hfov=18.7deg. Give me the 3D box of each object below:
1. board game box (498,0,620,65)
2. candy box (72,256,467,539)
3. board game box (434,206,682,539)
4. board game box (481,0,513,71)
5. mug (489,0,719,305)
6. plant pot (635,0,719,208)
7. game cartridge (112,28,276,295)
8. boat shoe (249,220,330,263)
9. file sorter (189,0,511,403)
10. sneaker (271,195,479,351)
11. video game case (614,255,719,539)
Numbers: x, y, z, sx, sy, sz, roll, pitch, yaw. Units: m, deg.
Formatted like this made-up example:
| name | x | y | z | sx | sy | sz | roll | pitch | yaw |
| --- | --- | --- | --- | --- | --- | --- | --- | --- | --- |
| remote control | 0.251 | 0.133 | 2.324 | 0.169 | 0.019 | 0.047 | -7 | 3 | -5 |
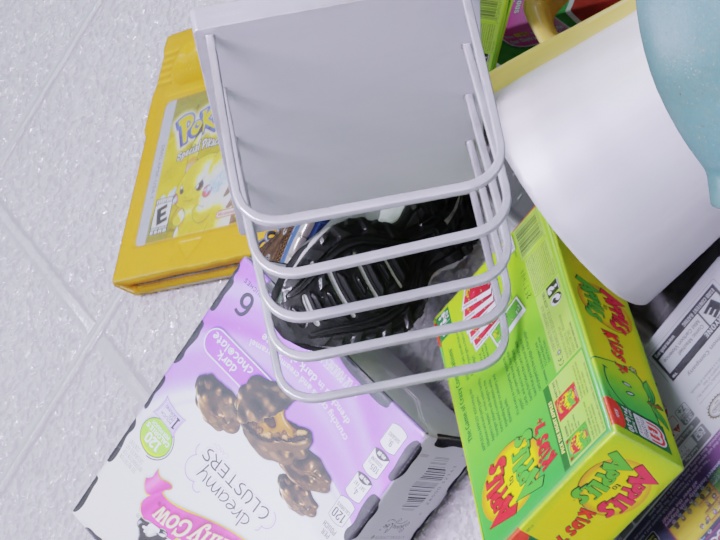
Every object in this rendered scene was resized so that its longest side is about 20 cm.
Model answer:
| name | x | y | z | sx | sy | sz | roll | pitch | yaw |
| --- | --- | --- | --- | --- | --- | --- | --- | --- | --- |
| board game box | 0.156 | -0.217 | 1.311 | 0.199 | 0.040 | 0.154 | -11 | 62 | 45 |
| candy box | -0.053 | 0.123 | 1.295 | 0.168 | 0.071 | 0.200 | 43 | 106 | 29 |
| board game box | 0.101 | 0.063 | 1.166 | 0.102 | 0.047 | 0.200 | -50 | 28 | 25 |
| board game box | 0.031 | -0.138 | 1.276 | 0.200 | 0.101 | 0.048 | 97 | -179 | -68 |
| mug | 0.157 | -0.101 | 1.158 | 0.153 | 0.149 | 0.187 | -36 | 81 | 20 |
| plant pot | 0.220 | -0.092 | 0.996 | 0.200 | 0.200 | 0.135 | 6 | 96 | 50 |
| game cartridge | -0.095 | -0.089 | 1.535 | 0.176 | 0.032 | 0.201 | -11 | 63 | 45 |
| boat shoe | -0.042 | 0.006 | 1.390 | 0.072 | 0.072 | 0.201 | 30 | 93 | 53 |
| file sorter | 0.003 | -0.037 | 1.096 | 0.138 | 0.200 | 0.125 | -11 | 61 | -2 |
| sneaker | 0.000 | 0.000 | 1.277 | 0.079 | 0.200 | 0.074 | -23 | 99 | 33 |
| video game case | 0.174 | 0.119 | 1.124 | 0.200 | 0.023 | 0.182 | -52 | 40 | 14 |
